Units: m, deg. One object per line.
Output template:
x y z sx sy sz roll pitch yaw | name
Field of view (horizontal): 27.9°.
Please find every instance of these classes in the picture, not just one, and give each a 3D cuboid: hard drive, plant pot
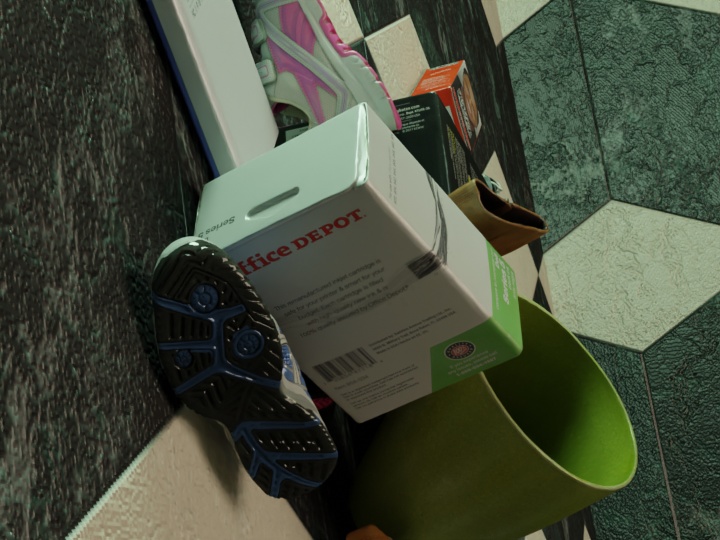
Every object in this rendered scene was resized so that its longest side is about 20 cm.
-0.110 -0.161 1.047 0.132 0.025 0.202 -80 154 -59 | hard drive
0.086 0.148 1.165 0.186 0.200 0.188 33 32 -24 | plant pot

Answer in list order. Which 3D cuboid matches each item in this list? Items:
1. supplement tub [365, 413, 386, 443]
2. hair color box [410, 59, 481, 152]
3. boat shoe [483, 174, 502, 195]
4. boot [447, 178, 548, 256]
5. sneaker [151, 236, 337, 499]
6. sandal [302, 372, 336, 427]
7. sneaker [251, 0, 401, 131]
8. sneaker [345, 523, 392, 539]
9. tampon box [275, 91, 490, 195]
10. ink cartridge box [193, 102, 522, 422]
0.075 0.181 1.309 0.123 0.121 0.202 -31 109 -76 | supplement tub
0.120 -0.219 1.992 0.200 0.061 0.102 -66 141 -70 | hair color box
0.181 -0.104 2.143 0.200 0.061 0.074 22 57 -74 | boat shoe
0.057 -0.001 1.148 0.188 0.199 0.069 30 37 -51 | boot
-0.081 0.057 0.910 0.077 0.075 0.201 57 -8 53 | sneaker
-0.045 0.073 1.067 0.200 0.045 0.076 48 30 -65 | sandal
-0.055 -0.172 1.156 0.201 0.088 0.081 54 2 12 | sneaker
0.029 0.258 1.156 0.201 0.072 0.085 76 -13 -57 | sneaker
0.029 -0.041 1.254 0.200 0.148 0.128 51 31 -63 | tampon box
0.000 0.000 1.000 0.200 0.145 0.085 46 31 -36 | ink cartridge box
